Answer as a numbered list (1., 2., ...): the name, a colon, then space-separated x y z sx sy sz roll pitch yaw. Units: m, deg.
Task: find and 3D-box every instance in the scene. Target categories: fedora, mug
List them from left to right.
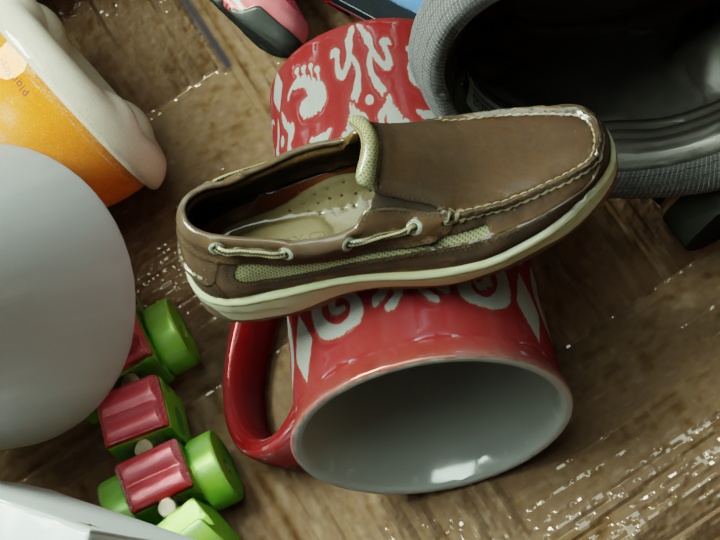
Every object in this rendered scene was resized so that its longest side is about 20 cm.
1. mug: -0.214 0.034 1.089 0.186 0.153 0.150 -43 83 19
2. mug: 0.000 -0.006 1.131 0.176 0.134 0.202 -14 59 9
3. fedora: 0.123 -0.117 1.064 0.198 0.177 0.091 -8 49 21

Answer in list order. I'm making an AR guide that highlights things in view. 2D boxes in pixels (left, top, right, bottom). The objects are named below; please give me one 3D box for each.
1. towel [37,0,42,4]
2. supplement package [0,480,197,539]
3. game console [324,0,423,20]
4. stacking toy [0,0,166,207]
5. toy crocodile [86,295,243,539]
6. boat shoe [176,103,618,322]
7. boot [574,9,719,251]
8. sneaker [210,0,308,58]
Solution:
1. towel: -0.256 -0.100 1.315 0.145 0.022 0.202 2 65 17
2. supplement package: -0.158 0.204 1.051 0.120 0.119 0.202 14 87 32
3. game console: 0.083 -0.185 1.228 0.199 0.031 0.178 31 87 26
4. stacking toy: -0.213 -0.043 1.210 0.200 0.146 0.146 -42 61 1
5. toy crocodile: -0.110 0.072 1.165 0.067 0.062 0.201 -25 61 5
6. boat shoe: 0.015 -0.033 1.024 0.201 0.075 0.075 -20 55 2
7. boot: 0.199 -0.124 1.134 0.199 0.077 0.139 -35 75 -2
8. sneaker: -0.067 -0.204 1.262 0.087 0.074 0.201 -36 58 9
